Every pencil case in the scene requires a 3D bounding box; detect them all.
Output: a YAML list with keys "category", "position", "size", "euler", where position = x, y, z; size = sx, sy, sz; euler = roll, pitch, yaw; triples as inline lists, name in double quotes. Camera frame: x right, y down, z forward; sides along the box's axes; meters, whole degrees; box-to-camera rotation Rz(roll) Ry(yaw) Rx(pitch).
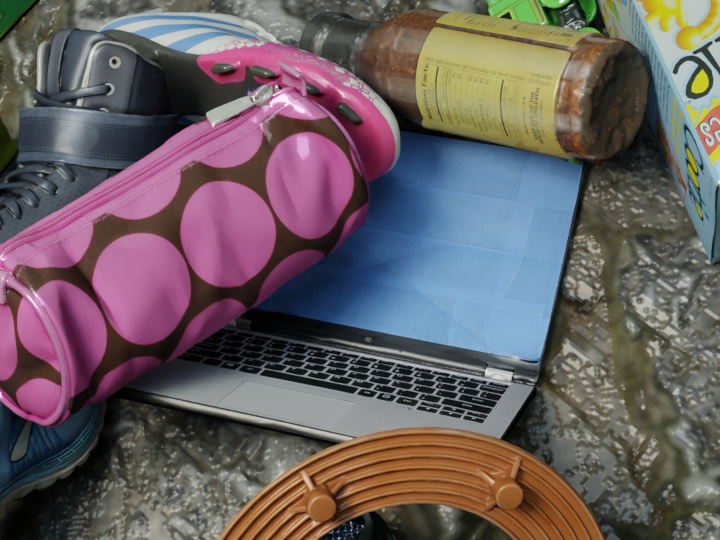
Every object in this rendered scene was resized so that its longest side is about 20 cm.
- category: "pencil case"
  position: [-0.092, -0.015, 0.746]
  size: [0.090, 0.094, 0.200]
  euler: [30, 52, 33]

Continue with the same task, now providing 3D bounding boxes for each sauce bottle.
- category: "sauce bottle"
  position: [0.052, -0.103, 0.830]
  size: [0.199, 0.066, 0.066]
  euler: [19, 72, 41]

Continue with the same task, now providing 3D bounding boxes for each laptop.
- category: "laptop"
  position: [0.000, 0.000, 0.800]
  size: [0.186, 0.200, 0.117]
  euler: [10, 105, 15]

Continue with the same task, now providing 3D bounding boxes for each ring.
- category: "ring"
  position: [0.021, 0.164, 0.706]
  size: [0.199, 0.019, 0.202]
  euler: [-3, 109, -10]

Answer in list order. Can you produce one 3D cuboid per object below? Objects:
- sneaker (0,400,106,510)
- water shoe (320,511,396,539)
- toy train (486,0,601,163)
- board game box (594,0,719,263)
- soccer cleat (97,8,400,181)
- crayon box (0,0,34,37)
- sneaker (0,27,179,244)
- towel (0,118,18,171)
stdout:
- category: "sneaker"
  position: [-0.180, 0.067, 0.783]
  size: [0.078, 0.091, 0.200]
  euler: [18, 31, 9]
- category: "water shoe"
  position: [-0.054, 0.194, 0.751]
  size: [0.071, 0.079, 0.201]
  euler: [26, 76, 20]
- category: "toy train"
  position: [0.096, -0.147, 0.873]
  size: [0.056, 0.042, 0.201]
  euler: [-30, 60, 19]
- category: "board game box"
  position: [0.189, -0.125, 0.813]
  size: [0.102, 0.105, 0.201]
  euler: [-20, 67, 3]
- category: "soccer cleat"
  position: [-0.056, -0.106, 0.864]
  size: [0.199, 0.070, 0.086]
  euler: [19, 37, 23]
- category: "crayon box"
  position: [-0.283, -0.158, 0.946]
  size: [0.119, 0.058, 0.200]
  euler: [37, 80, 21]
- category: "sneaker"
  position: [-0.173, -0.047, 0.788]
  size: [0.077, 0.201, 0.148]
  euler: [12, 103, 45]
- category: "towel"
  position: [-0.243, 0.001, 0.862]
  size: [0.018, 0.086, 0.201]
  euler: [25, 75, 3]
